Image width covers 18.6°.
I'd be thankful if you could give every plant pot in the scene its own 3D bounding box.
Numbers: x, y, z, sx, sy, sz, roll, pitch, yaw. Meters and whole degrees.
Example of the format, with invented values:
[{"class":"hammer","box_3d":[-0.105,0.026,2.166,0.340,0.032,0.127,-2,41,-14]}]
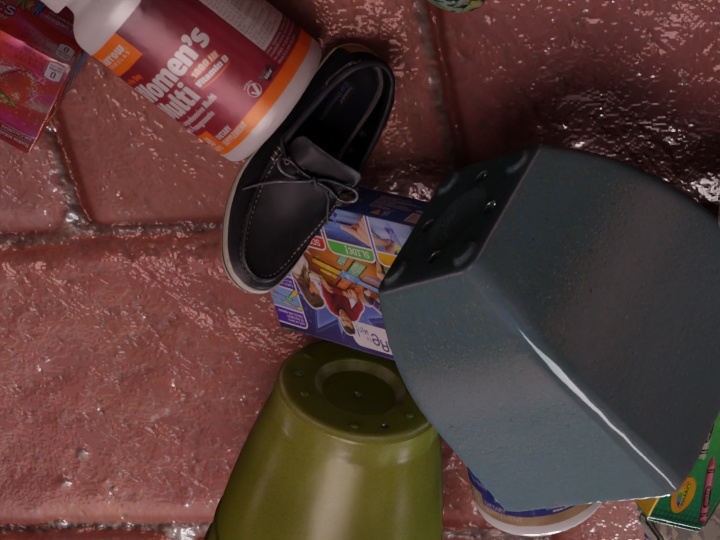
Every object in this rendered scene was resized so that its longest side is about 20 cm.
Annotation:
[{"class":"plant pot","box_3d":[0.132,0.025,1.515,0.200,0.197,0.196,42,151,-21]},{"class":"plant pot","box_3d":[-0.015,0.168,1.752,0.200,0.201,0.193,15,124,4]}]

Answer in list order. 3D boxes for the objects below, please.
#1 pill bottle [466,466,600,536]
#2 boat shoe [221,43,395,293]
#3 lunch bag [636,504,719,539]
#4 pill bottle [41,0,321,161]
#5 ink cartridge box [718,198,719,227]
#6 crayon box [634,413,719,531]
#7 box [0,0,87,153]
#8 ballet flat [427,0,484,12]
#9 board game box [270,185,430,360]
[{"class":"pill bottle","box_3d":[0.127,0.100,1.715,0.111,0.111,0.200,-2,125,17]},{"class":"boat shoe","box_3d":[-0.037,-0.074,1.585,0.075,0.200,0.062,33,173,-24]},{"class":"lunch bag","box_3d":[0.320,0.161,1.701,0.168,0.139,0.200,31,129,14]},{"class":"pill bottle","box_3d":[-0.135,-0.178,1.576,0.200,0.110,0.110,37,127,-14]},{"class":"ink cartridge box","box_3d":[0.347,-0.094,1.484,0.083,0.146,0.200,40,127,-19]},{"class":"crayon box","box_3d":[0.251,0.075,1.615,0.058,0.119,0.200,15,114,-31]},{"class":"box","box_3d":[-0.300,-0.189,1.619,0.200,0.100,0.096,28,129,-7]},{"class":"ballet flat","box_3d":[0.030,-0.249,1.503,0.074,0.074,0.200,-15,122,25]},{"class":"board game box","box_3d":[0.000,0.000,1.659,0.200,0.034,0.136,15,132,43]}]
